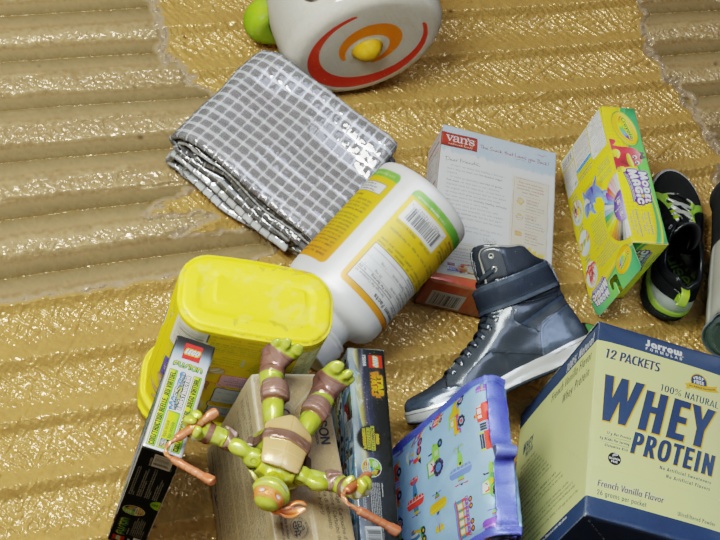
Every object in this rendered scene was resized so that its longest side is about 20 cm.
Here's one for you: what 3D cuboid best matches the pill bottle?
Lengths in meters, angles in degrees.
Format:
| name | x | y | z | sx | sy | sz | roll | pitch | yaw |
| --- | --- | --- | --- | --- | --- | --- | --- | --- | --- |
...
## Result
| name | x | y | z | sx | sy | sz | roll | pitch | yaw |
| --- | --- | --- | --- | --- | --- | --- | --- | --- | --- |
| pill bottle | 0.000 | 0.000 | 1.551 | 0.111 | 0.111 | 0.200 | 40 | 76 | 8 |

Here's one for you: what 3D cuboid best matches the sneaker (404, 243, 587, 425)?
| name | x | y | z | sx | sy | sz | roll | pitch | yaw |
| --- | --- | --- | --- | --- | --- | --- | --- | --- | --- |
| sneaker | 0.112 | 0.058 | 1.557 | 0.202 | 0.077 | 0.147 | -25 | 88 | -10 |

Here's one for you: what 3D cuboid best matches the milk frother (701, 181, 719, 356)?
| name | x | y | z | sx | sy | sz | roll | pitch | yaw |
| --- | --- | --- | --- | --- | --- | --- | --- | --- | --- |
| milk frother | 0.476 | -0.013 | 1.685 | 0.180 | 0.200 | 0.189 | 19 | 56 | -11 |

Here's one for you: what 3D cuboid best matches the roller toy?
| name | x | y | z | sx | sy | sz | roll | pitch | yaw |
| --- | --- | --- | --- | --- | --- | --- | --- | --- | --- |
| roller toy | -0.009 | -0.286 | 1.696 | 0.182 | 0.200 | 0.140 | -2 | 60 | -35 |

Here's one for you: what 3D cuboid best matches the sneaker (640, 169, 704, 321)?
| name | x | y | z | sx | sy | sz | roll | pitch | yaw |
| --- | --- | --- | --- | --- | --- | --- | --- | --- | --- |
| sneaker | 0.355 | -0.037 | 1.728 | 0.071 | 0.083 | 0.201 | 14 | 56 | -10 |

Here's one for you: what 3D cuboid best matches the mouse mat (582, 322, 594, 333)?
| name | x | y | z | sx | sy | sz | roll | pitch | yaw |
| --- | --- | --- | --- | --- | --- | --- | --- | --- | --- |
| mouse mat | 0.327 | 0.107 | 1.616 | 0.199 | 0.008 | 0.161 | 20 | 15 | -6 |

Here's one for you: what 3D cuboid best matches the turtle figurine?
| name | x | y | z | sx | sy | sz | roll | pitch | yaw |
| --- | --- | --- | --- | --- | --- | --- | --- | --- | --- |
| turtle figurine | -0.053 | 0.143 | 1.295 | 0.199 | 0.065 | 0.162 | 18 | 48 | -2 |

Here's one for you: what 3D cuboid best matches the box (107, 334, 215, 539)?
| name | x | y | z | sx | sy | sz | roll | pitch | yaw |
| --- | --- | --- | --- | --- | --- | --- | --- | --- | --- |
| box | -0.174 | 0.153 | 1.367 | 0.035 | 0.200 | 0.110 | 18 | 55 | -7 |

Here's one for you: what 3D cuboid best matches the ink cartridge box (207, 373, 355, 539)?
| name | x | y | z | sx | sy | sz | roll | pitch | yaw |
| --- | --- | --- | --- | --- | --- | --- | --- | --- | --- |
| ink cartridge box | -0.071 | 0.214 | 1.384 | 0.075 | 0.165 | 0.201 | 0 | 60 | -21 |

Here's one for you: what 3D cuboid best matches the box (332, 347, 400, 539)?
| name | x | y | z | sx | sy | sz | roll | pitch | yaw |
| --- | --- | --- | --- | --- | --- | --- | --- | --- | --- |
| box | -0.006 | 0.190 | 1.438 | 0.040 | 0.137 | 0.201 | 5 | 59 | -15 |

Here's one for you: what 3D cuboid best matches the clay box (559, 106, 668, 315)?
| name | x | y | z | sx | sy | sz | roll | pitch | yaw |
| --- | --- | --- | --- | --- | --- | --- | --- | --- | --- |
| clay box | 0.273 | -0.062 | 1.697 | 0.047 | 0.115 | 0.201 | 1 | 60 | -18 |

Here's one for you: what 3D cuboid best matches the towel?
| name | x | y | z | sx | sy | sz | roll | pitch | yaw |
| --- | --- | --- | --- | --- | --- | --- | --- | --- | --- |
| towel | -0.076 | -0.119 | 1.635 | 0.200 | 0.086 | 0.166 | 37 | 56 | 6 |

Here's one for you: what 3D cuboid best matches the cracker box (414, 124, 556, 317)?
| name | x | y | z | sx | sy | sz | roll | pitch | yaw |
| --- | --- | --- | --- | --- | --- | --- | --- | --- | --- |
| cracker box | 0.135 | -0.047 | 1.677 | 0.133 | 0.058 | 0.201 | 14 | 58 | -10 |

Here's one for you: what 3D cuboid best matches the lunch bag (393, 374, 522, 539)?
| name | x | y | z | sx | sy | sz | roll | pitch | yaw |
| --- | --- | --- | --- | --- | --- | --- | --- | --- | --- |
| lunch bag | 0.095 | 0.197 | 1.428 | 0.094 | 0.200 | 0.151 | 7 | 58 | -14 |

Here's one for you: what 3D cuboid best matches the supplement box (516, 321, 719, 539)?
| name | x | y | z | sx | sy | sz | roll | pitch | yaw |
| --- | --- | --- | --- | --- | --- | --- | --- | --- | --- |
| supplement box | 0.238 | 0.194 | 1.477 | 0.134 | 0.200 | 0.200 | 17 | 55 | -9 |

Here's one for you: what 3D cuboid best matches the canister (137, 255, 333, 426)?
| name | x | y | z | sx | sy | sz | roll | pitch | yaw |
| --- | --- | --- | --- | --- | --- | --- | --- | --- | --- |
| canister | -0.115 | 0.074 | 1.434 | 0.148 | 0.200 | 0.087 | 10 | 58 | -12 |
